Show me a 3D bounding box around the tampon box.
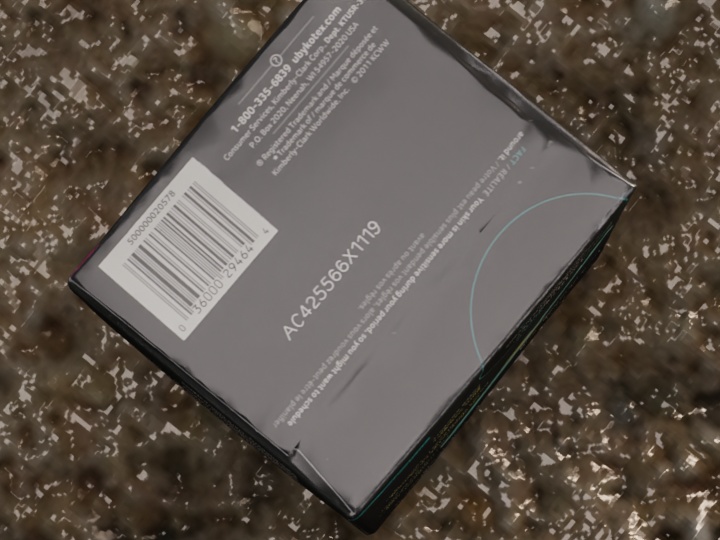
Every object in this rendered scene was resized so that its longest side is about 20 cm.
[{"bbox_3d":[0.000,0.000,0.889,0.126,0.200,0.150,40,85,6],"label":"tampon box"}]
